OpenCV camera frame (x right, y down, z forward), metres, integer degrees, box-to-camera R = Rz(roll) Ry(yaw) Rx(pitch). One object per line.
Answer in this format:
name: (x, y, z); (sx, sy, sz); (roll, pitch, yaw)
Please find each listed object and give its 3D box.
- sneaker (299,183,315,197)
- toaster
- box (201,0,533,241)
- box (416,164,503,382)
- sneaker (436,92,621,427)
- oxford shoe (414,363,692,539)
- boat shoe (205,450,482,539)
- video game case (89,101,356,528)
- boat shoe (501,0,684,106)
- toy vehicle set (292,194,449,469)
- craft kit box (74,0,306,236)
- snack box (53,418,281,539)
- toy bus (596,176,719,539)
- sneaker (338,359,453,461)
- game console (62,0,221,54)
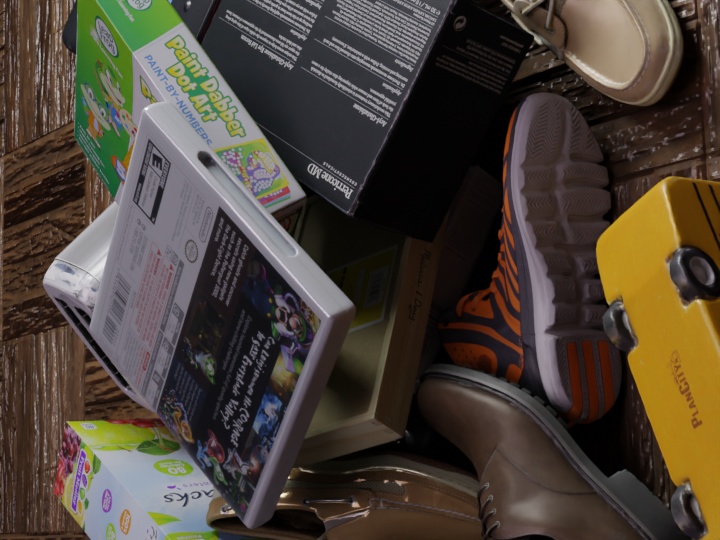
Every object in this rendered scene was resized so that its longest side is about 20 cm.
sneaker: (0.002, -0.116, 1.135); (0.200, 0.075, 0.087); (-56, 38, 28)
toaster: (-0.141, 0.017, 1.220); (0.114, 0.129, 0.200); (17, 145, 53)
box: (-0.009, -0.126, 1.028); (0.200, 0.079, 0.141); (36, 102, 44)
box: (0.000, 0.000, 1.123); (0.200, 0.036, 0.145); (3, 64, 53)
sneaker: (0.091, -0.002, 1.003); (0.112, 0.077, 0.200); (-13, 75, 53)
oxford shoe: (0.089, 0.123, 0.938); (0.200, 0.084, 0.073); (39, 160, 37)
boat shoe: (-0.005, 0.161, 1.061); (0.200, 0.072, 0.076); (3, 46, 26)
video game case: (-0.089, 0.030, 0.988); (0.182, 0.023, 0.200); (48, 139, 25)
boat shoe: (0.119, -0.166, 0.992); (0.072, 0.065, 0.200); (-62, 40, 29)
toy vehicle set: (-0.007, 0.024, 1.050); (0.124, 0.026, 0.200); (-20, 46, 43)
craft kit box: (-0.116, -0.068, 1.062); (0.200, 0.048, 0.198); (54, 154, 17)
snack box: (-0.101, 0.173, 1.180); (0.200, 0.168, 0.068); (36, 119, 50)
toy bus: (0.186, 0.051, 0.858); (0.065, 0.078, 0.200); (-45, 51, 42)
sneaker: (-0.006, 0.113, 1.139); (0.200, 0.066, 0.091); (-10, 75, 52)
game console: (-0.139, -0.215, 1.174); (0.200, 0.031, 0.177); (36, 99, 52)
